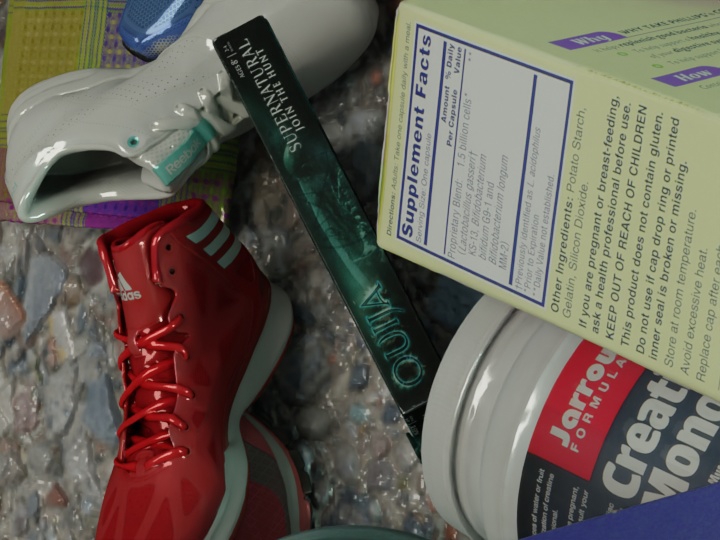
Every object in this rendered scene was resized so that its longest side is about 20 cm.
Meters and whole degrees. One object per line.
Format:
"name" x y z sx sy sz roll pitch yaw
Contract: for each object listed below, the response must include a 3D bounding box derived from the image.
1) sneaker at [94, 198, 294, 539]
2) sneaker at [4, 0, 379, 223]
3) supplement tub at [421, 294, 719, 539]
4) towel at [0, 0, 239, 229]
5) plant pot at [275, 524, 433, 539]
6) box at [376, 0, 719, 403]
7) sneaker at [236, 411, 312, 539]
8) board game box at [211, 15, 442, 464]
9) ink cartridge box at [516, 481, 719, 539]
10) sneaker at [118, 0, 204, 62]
"sneaker" -0.100 0.050 0.930 0.078 0.116 0.200 -13 42 25
"sneaker" -0.079 -0.075 0.969 0.199 0.075 0.089 -25 33 14
"supplement tub" 0.135 0.081 0.759 0.200 0.140 0.141 24 101 40
"towel" -0.130 -0.093 1.092 0.199 0.023 0.144 5 88 41
"plant pot" -0.015 0.210 0.827 0.199 0.134 0.201 -1 88 12
"box" 0.138 -0.038 0.734 0.200 0.176 0.097 26 121 39
"sneaker" -0.065 0.140 0.963 0.074 0.087 0.201 -40 61 30
"board game box" 0.000 0.000 0.896 0.028 0.135 0.200 -27 62 0
"ink cartridge box" 0.083 0.167 0.642 0.197 0.047 0.201 -21 61 30
"sneaker" -0.073 -0.198 0.997 0.078 0.089 0.201 33 100 40
